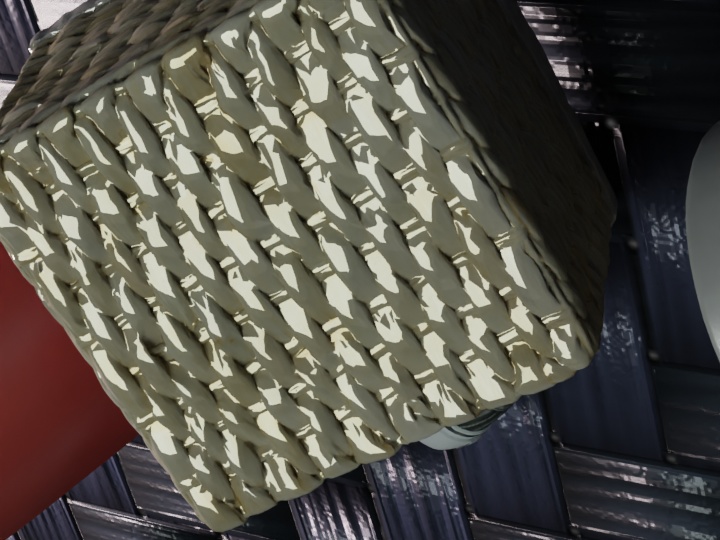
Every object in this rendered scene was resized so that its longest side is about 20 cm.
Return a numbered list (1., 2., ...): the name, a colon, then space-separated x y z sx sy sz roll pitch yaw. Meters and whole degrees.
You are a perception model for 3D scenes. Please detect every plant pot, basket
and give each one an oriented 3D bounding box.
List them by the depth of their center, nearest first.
1. basket: -0.022 -0.032 0.812 0.197 0.161 0.201 -26 111 19
2. plant pot: -0.225 0.063 1.089 0.199 0.177 0.202 21 135 22

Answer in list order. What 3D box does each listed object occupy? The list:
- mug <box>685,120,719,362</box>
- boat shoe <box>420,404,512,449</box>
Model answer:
1. mug: 0.230 -0.013 0.728 0.152 0.186 0.151 -24 77 38
2. boat shoe: 0.000 0.000 0.953 0.200 0.072 0.071 39 132 -13
